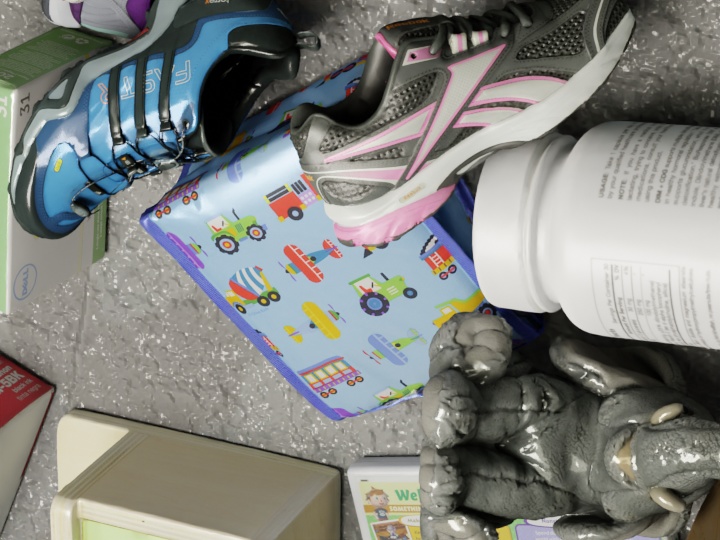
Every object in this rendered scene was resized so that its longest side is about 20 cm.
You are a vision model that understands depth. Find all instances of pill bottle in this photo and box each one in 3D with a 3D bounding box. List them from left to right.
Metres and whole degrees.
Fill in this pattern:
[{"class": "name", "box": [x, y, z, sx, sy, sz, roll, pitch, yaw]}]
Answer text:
[{"class": "pill bottle", "box": [0.167, -0.019, 1.245, 0.199, 0.113, 0.114, 6, 114, 24]}]

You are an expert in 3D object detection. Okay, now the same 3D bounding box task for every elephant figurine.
[{"class": "elephant figurine", "box": [0.133, 0.099, 1.296, 0.199, 0.156, 0.142, 2, 130, 4]}]

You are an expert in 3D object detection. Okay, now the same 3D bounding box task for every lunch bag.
[{"class": "lunch bag", "box": [0.000, 0.000, 1.362, 0.150, 0.094, 0.200, -26, 108, 30]}]

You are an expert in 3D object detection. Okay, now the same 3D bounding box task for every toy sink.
[{"class": "toy sink", "box": [-0.123, 0.182, 1.480, 0.199, 0.112, 0.131, 12, 116, 22]}]

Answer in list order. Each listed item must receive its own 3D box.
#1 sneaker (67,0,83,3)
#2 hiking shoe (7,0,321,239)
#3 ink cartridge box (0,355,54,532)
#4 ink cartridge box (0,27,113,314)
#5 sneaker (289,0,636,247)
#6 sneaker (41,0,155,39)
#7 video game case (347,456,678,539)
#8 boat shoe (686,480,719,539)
[{"class": "sneaker", "box": [-0.067, -0.177, 1.279, 0.199, 0.078, 0.083, -17, 114, 0]}, {"class": "hiking shoe", "box": [-0.117, -0.085, 1.334, 0.200, 0.074, 0.087, -47, 54, 12]}, {"class": "ink cartridge box", "box": [-0.317, 0.094, 1.557, 0.199, 0.083, 0.147, 32, 122, 11]}, {"class": "ink cartridge box", "box": [-0.217, -0.044, 1.376, 0.048, 0.200, 0.146, 17, 118, 22]}, {"class": "sneaker", "box": [0.050, -0.100, 1.235, 0.200, 0.080, 0.086, -40, 113, -5]}, {"class": "sneaker", "box": [-0.110, -0.216, 1.339, 0.087, 0.075, 0.201, 19, 124, -8]}, {"class": "video game case", "box": [0.100, 0.195, 1.428, 0.199, 0.022, 0.183, -3, 110, 29]}, {"class": "boat shoe", "box": [0.231, 0.120, 1.303, 0.065, 0.072, 0.201, 10, 125, -10]}]
